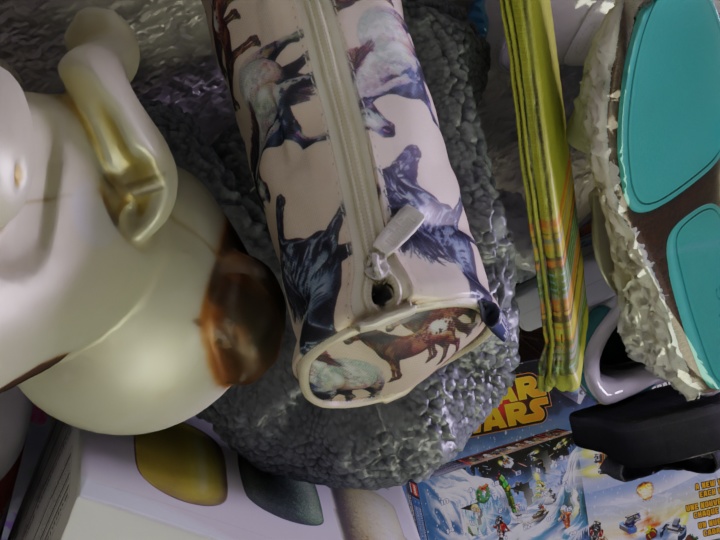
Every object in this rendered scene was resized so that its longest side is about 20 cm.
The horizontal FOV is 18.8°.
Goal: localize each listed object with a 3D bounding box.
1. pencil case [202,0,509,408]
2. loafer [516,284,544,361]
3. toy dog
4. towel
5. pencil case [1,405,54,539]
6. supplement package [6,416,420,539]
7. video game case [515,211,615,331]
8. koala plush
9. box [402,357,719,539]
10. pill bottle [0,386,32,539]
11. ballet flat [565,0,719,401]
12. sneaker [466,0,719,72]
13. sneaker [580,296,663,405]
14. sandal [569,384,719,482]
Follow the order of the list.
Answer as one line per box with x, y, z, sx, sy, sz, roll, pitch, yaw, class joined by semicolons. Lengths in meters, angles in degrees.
-0.009;-0.056;0.775;0.078;0.200;0.089;-11;162;-14;pencil case
0.071;0.048;1.174;0.200;0.071;0.073;-12;149;-32;loafer
-0.112;-0.004;0.750;0.139;0.194;0.200;-28;153;27;toy dog
0.070;-0.058;0.858;0.018;0.200;0.086;-5;-160;10;towel
-0.179;0.133;1.050;0.200;0.091;0.083;-37;127;21;pencil case
-0.070;0.146;0.892;0.152;0.200;0.151;20;101;-11;supplement package
0.178;-0.055;0.994;0.200;0.024;0.182;-28;-168;50;video game case
0.000;0.000;0.928;0.177;0.184;0.200;-22;175;8;koala plush
0.104;0.111;1.103;0.200;0.137;0.040;-9;175;-20;box
-0.196;0.072;0.900;0.112;0.112;0.200;-15;151;-26;pill bottle
0.113;-0.034;0.872;0.072;0.072;0.200;-22;123;-13;ballet flat
0.137;-0.116;0.934;0.200;0.081;0.077;-15;153;-24;sneaker
0.180;0.002;1.007;0.200;0.070;0.093;-32;-165;16;sneaker
0.137;0.079;0.993;0.076;0.043;0.200;-15;180;4;sandal
